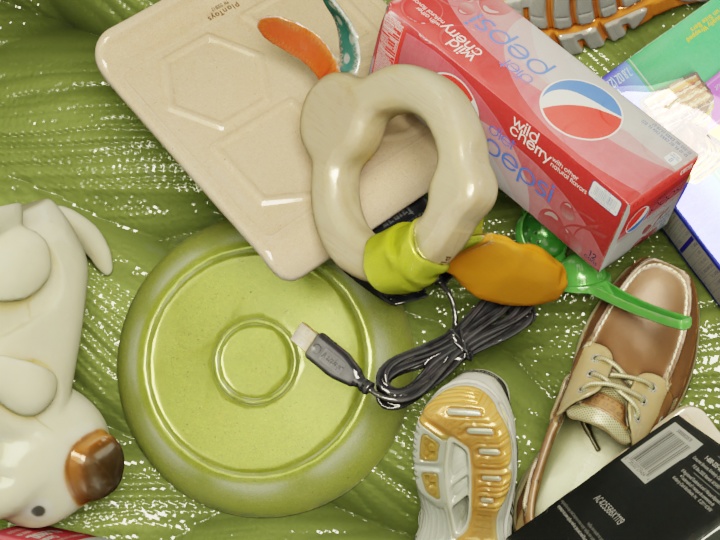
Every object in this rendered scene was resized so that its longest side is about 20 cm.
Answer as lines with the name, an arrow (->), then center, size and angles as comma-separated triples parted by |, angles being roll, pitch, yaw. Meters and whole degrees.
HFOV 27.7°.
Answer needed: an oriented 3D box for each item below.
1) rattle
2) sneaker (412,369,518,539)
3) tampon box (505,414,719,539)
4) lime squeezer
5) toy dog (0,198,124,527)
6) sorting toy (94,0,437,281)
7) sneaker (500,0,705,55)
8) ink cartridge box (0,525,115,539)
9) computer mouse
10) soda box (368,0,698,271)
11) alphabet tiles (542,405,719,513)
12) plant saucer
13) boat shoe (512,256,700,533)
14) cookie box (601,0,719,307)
rattle -> 0.035, -0.078, 0.876 | 0.143, 0.130, 0.200 | -6, 45, -32
sneaker -> 0.068, 0.156, 0.899 | 0.076, 0.088, 0.200 | 11, 108, 11
tampon box -> 0.196, 0.207, 0.785 | 0.126, 0.150, 0.200 | -36, 101, 0
lime squeezer -> 0.135, -0.019, 0.907 | 0.200, 0.038, 0.071 | 57, 131, 31
toy dog -> -0.227, 0.065, 0.918 | 0.139, 0.194, 0.200 | -12, 94, 29
sorting toy -> -0.040, -0.109, 0.931 | 0.185, 0.036, 0.200 | -34, 75, -23
sneaker -> 0.162, -0.199, 0.932 | 0.200, 0.078, 0.077 | -17, 67, 2
ink cartridge box -> -0.138, 0.249, 0.909 | 0.200, 0.083, 0.146 | 9, 84, 9
computer mouse -> 0.000, 0.000, 0.918 | 0.140, 0.046, 0.200 | -38, 72, -23
soda box -> 0.099, -0.094, 0.872 | 0.070, 0.063, 0.200 | -33, 64, -31
alphabet tiles -> 0.206, 0.187, 0.867 | 0.200, 0.015, 0.196 | -37, 101, -1
plant saucer -> -0.066, 0.060, 0.949 | 0.200, 0.031, 0.200 | -1, 83, 8
boat shoe -> 0.154, 0.089, 0.892 | 0.076, 0.074, 0.200 | 22, 87, 10
cookie box -> 0.262, -0.073, 0.896 | 0.171, 0.075, 0.200 | -36, 80, 1
